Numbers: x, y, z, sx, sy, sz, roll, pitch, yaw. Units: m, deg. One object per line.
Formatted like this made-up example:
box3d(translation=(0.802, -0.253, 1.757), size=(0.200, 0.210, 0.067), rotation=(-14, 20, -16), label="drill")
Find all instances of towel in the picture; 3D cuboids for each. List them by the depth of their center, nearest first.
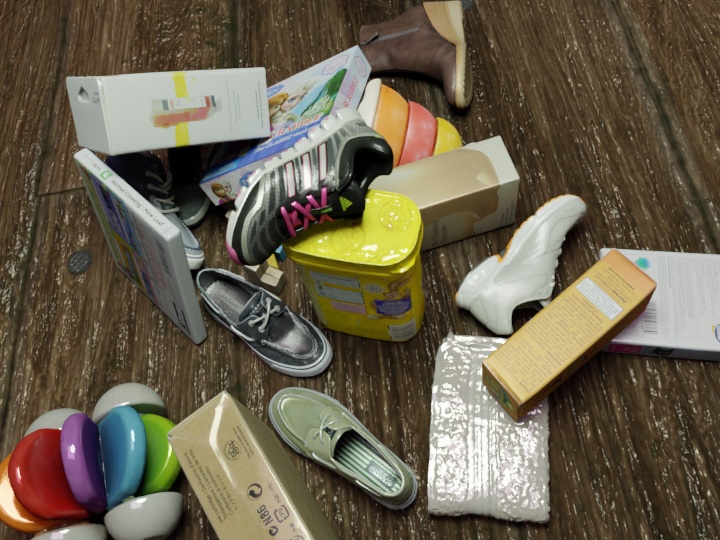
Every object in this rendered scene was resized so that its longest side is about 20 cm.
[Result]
box3d(translation=(0.142, 0.167, 0.732), size=(0.130, 0.035, 0.203), rotation=(1, 62, 10), label="towel")

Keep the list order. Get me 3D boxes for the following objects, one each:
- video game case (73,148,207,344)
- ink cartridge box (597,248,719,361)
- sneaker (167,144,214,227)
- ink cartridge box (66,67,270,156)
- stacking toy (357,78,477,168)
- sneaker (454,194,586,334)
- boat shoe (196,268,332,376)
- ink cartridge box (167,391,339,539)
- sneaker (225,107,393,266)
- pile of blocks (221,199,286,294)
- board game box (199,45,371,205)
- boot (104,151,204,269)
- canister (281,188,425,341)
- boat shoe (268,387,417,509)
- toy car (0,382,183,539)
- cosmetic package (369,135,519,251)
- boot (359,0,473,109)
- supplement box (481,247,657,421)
box3d(translation=(-0.260, -0.024, 0.803), size=(0.181, 0.202, 0.022), rotation=(37, 59, 25), label="video game case")
box3d(translation=(0.376, 0.040, 0.762), size=(0.196, 0.042, 0.121), rotation=(2, 63, 13), label="ink cartridge box")
box3d(translation=(-0.247, -0.172, 0.924), size=(0.082, 0.121, 0.204), rotation=(-6, 62, 6), label="sneaker")
box3d(translation=(-0.228, -0.193, 0.797), size=(0.197, 0.085, 0.144), rotation=(-14, 20, -34), label="ink cartridge box")
box3d(translation=(0.084, -0.158, 0.880), size=(0.196, 0.147, 0.149), rotation=(13, 63, -3), label="stacking toy")
box3d(translation=(0.210, -0.002, 0.799), size=(0.200, 0.076, 0.092), rotation=(-43, 71, -6), label="sneaker")
box3d(translation=(-0.121, 0.057, 0.812), size=(0.198, 0.068, 0.072), rotation=(33, 71, 23), label="boat shoe")
box3d(translation=(-0.089, 0.238, 0.654), size=(0.075, 0.165, 0.201), rotation=(-34, 62, -9), label="ink cartridge box")
box3d(translation=(-0.041, -0.073, 0.635), size=(0.087, 0.074, 0.200), rotation=(32, 66, 30), label="sneaker")
box3d(translation=(-0.139, -0.068, 0.885), size=(0.081, 0.062, 0.202), rotation=(-25, 62, -5), label="pile of blocks")
box3d(translation=(-0.095, -0.190, 0.867), size=(0.197, 0.041, 0.202), rotation=(-16, 40, 29), label="board game box")
box3d(translation=(-0.271, -0.091, 0.875), size=(0.199, 0.073, 0.091), rotation=(36, 108, 14), label="boot")
box3d(translation=(0.000, 0.000, 0.748), size=(0.146, 0.201, 0.088), rotation=(9, 63, 13), label="canister")
box3d(translation=(-0.022, 0.185, 0.731), size=(0.198, 0.062, 0.072), rotation=(28, 69, 22), label="boat shoe")
box3d(translation=(-0.291, 0.211, 0.708), size=(0.197, 0.151, 0.177), rotation=(-20, 60, -2), label="toy car")
box3d(translation=(0.093, -0.084, 0.836), size=(0.196, 0.106, 0.072), rotation=(-18, 60, 0), label="cosmetic package")
box3d(translation=(0.080, -0.307, 0.992), size=(0.163, 0.072, 0.204), rotation=(-10, 61, 17), label="boot")
box3d(translation=(0.221, 0.068, 0.716), size=(0.199, 0.067, 0.069), rotation=(-39, 63, -12), label="supplement box")
